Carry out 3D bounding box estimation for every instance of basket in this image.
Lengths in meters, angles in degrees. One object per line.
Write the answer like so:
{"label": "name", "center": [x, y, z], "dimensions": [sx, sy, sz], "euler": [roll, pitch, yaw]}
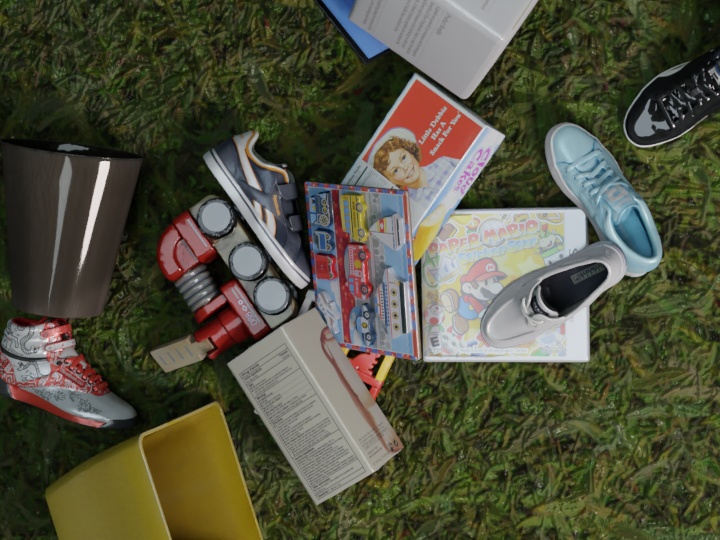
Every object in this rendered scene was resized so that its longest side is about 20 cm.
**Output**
{"label": "basket", "center": [-0.361, -0.051, 1.816], "dimensions": [0.179, 0.136, 0.201], "euler": [8, 99, 13]}

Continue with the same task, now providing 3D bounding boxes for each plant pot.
{"label": "plant pot", "center": [-0.259, 0.292, 1.792], "dimensions": [0.176, 0.200, 0.201], "euler": [-17, 90, 23]}

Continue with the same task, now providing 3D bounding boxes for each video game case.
{"label": "video game case", "center": [0.171, 0.017, 1.759], "dimensions": [0.199, 0.023, 0.183], "euler": [-1, 93, 12]}

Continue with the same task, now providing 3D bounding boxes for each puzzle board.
{"label": "puzzle board", "center": [0.000, 0.000, 1.722], "dimensions": [0.150, 0.017, 0.201], "euler": [8, 110, 39]}

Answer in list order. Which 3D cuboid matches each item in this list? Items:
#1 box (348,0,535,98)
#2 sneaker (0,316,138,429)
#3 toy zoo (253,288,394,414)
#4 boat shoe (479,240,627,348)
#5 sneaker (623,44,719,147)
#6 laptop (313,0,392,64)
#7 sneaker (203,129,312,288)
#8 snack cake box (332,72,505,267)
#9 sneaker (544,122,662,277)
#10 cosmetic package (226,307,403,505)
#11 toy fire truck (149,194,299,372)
{"label": "box", "center": [0.117, -0.334, 1.617], "dimensions": [0.171, 0.199, 0.200], "euler": [35, 76, 0]}
{"label": "sneaker", "center": [-0.364, 0.124, 1.858], "dimensions": [0.200, 0.067, 0.108], "euler": [17, 100, 13]}
{"label": "toy zoo", "center": [-0.033, 0.113, 1.810], "dimensions": [0.131, 0.020, 0.201], "euler": [27, 99, 9]}
{"label": "boat shoe", "center": [0.210, 0.031, 1.689], "dimensions": [0.200, 0.065, 0.074], "euler": [-39, 86, 28]}
{"label": "sneaker", "center": [0.378, -0.209, 1.654], "dimensions": [0.200, 0.112, 0.073], "euler": [-33, 86, 12]}
{"label": "laptop", "center": [0.037, -0.367, 1.721], "dimensions": [0.200, 0.103, 0.177], "euler": [-39, 86, 12]}
{"label": "sneaker", "center": [-0.103, -0.077, 1.783], "dimensions": [0.079, 0.078, 0.200], "euler": [-34, 93, 1]}
{"label": "snack cake box", "center": [0.061, -0.113, 1.738], "dimensions": [0.115, 0.067, 0.200], "euler": [40, 101, 24]}
{"label": "sneaker", "center": [0.286, -0.088, 1.689], "dimensions": [0.074, 0.082, 0.200], "euler": [-36, 92, -13]}
{"label": "cosmetic package", "center": [-0.053, 0.159, 1.752], "dimensions": [0.103, 0.087, 0.201], "euler": [-33, 88, 32]}
{"label": "toy fire truck", "center": [-0.194, 0.031, 1.801], "dimensions": [0.200, 0.129, 0.176], "euler": [-36, 86, 2]}
